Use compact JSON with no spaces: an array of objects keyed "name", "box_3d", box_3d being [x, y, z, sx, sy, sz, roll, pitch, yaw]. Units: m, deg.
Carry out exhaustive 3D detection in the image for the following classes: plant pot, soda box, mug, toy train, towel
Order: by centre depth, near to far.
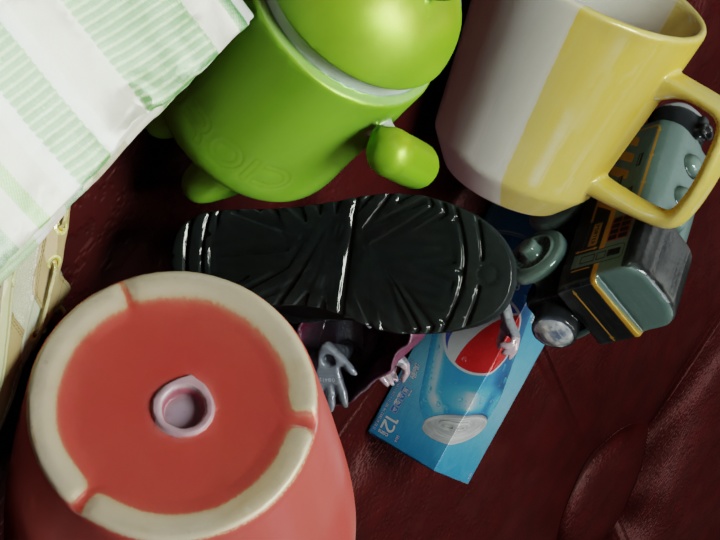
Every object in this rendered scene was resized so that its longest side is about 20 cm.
[{"name":"towel","box_3d":[-0.156,-0.106,0.959,0.200,0.023,0.153,-48,118,-21]},{"name":"plant pot","box_3d":[-0.093,0.100,1.078,0.200,0.200,0.177,-48,166,-22]},{"name":"mug","box_3d":[0.128,-0.110,1.334,0.149,0.187,0.153,10,118,-32]},{"name":"toy train","box_3d":[0.175,-0.033,1.413,0.085,0.114,0.200,50,45,-28]},{"name":"soda box","box_3d":[0.089,0.049,1.513,0.200,0.064,0.068,-62,152,-1]}]

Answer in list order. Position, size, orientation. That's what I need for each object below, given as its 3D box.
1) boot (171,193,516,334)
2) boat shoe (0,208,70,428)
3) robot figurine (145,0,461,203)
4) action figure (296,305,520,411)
[{"name":"boot","box_3d":[0.001,0.001,1.168,0.162,0.198,0.074,18,74,-75]},{"name":"boat shoe","box_3d":[-0.175,0.005,1.035,0.066,0.074,0.201,-12,125,-48]},{"name":"robot figurine","box_3d":[-0.028,-0.114,1.081,0.116,0.176,0.200,-17,161,-46]},{"name":"action figure","box_3d":[0.021,0.010,1.372,0.149,0.134,0.200,62,33,-7]}]
